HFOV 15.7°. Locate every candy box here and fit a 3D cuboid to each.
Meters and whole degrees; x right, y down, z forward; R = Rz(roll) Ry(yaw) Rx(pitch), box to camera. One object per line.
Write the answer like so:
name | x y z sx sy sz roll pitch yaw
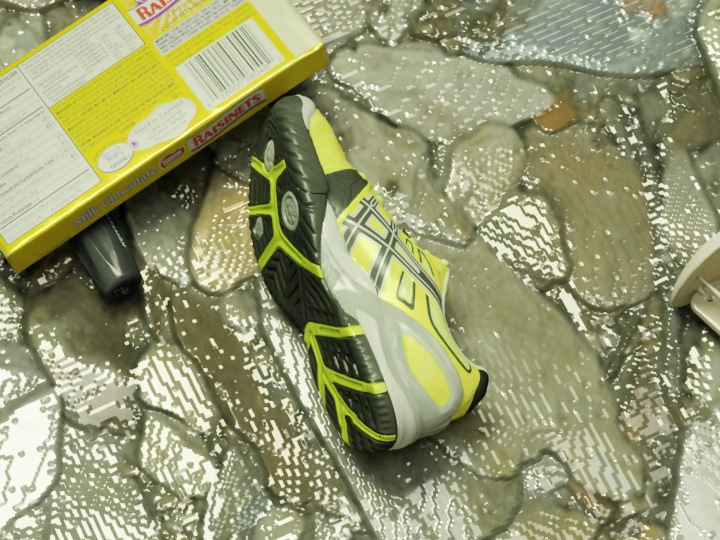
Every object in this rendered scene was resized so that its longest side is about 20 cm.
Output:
candy box | -0.124 -0.092 1.369 0.199 0.026 0.102 -34 59 -8

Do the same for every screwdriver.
screwdriver | -0.165 -0.067 1.394 0.029 0.028 0.201 -5 55 -35

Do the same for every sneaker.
sneaker | 0.000 0.000 1.345 0.076 0.075 0.201 -10 67 -28

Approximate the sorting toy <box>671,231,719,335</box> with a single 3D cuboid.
sorting toy | 0.266 0.016 1.271 0.107 0.180 0.200 -41 73 -17
